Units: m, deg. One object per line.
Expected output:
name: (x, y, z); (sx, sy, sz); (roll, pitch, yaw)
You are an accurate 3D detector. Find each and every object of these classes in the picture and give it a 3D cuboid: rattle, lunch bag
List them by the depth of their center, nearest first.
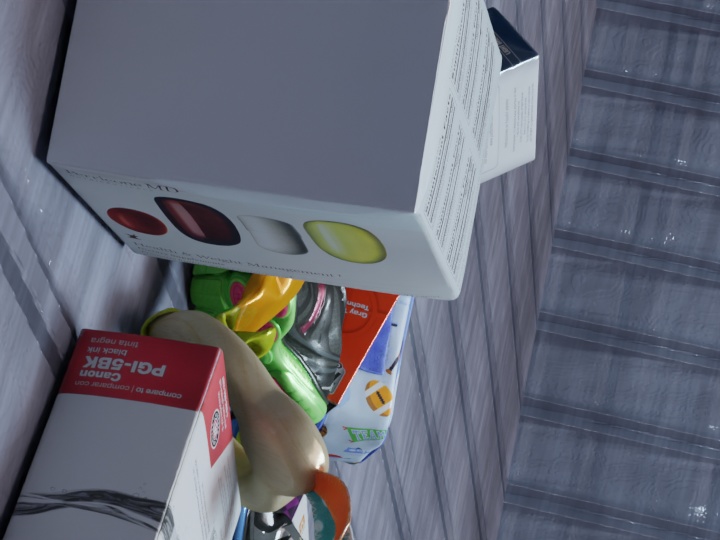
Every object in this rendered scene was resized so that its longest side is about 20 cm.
rattle: (-0.025, 0.078, 1.460); (0.142, 0.200, 0.131); (-19, 122, -37)
lunch bag: (-0.002, 0.037, 1.904); (0.160, 0.075, 0.201); (123, -22, -72)

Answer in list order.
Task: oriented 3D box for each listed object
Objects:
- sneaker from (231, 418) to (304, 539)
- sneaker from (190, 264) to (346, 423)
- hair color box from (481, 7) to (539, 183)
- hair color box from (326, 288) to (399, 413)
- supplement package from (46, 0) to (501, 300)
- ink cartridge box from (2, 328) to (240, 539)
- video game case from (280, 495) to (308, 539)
sneaker: (-0.062, 0.186, 1.663); (0.082, 0.071, 0.201); (-17, 109, -30)
sneaker: (-0.054, 0.018, 1.633); (0.200, 0.076, 0.084); (79, 31, -55)
hair color box: (0.018, -0.087, 1.686); (0.061, 0.199, 0.100); (51, -24, 36)
hair color box: (0.000, 0.000, 1.781); (0.201, 0.061, 0.102); (-61, -176, -14)
supplement package: (-0.038, -0.086, 1.333); (0.200, 0.190, 0.148); (57, 42, -75)
ink cartridge box: (-0.128, 0.154, 1.337); (0.147, 0.082, 0.201); (88, 14, -47)
video game case: (-0.082, 0.278, 1.798); (0.182, 0.036, 0.201); (88, 20, -48)
